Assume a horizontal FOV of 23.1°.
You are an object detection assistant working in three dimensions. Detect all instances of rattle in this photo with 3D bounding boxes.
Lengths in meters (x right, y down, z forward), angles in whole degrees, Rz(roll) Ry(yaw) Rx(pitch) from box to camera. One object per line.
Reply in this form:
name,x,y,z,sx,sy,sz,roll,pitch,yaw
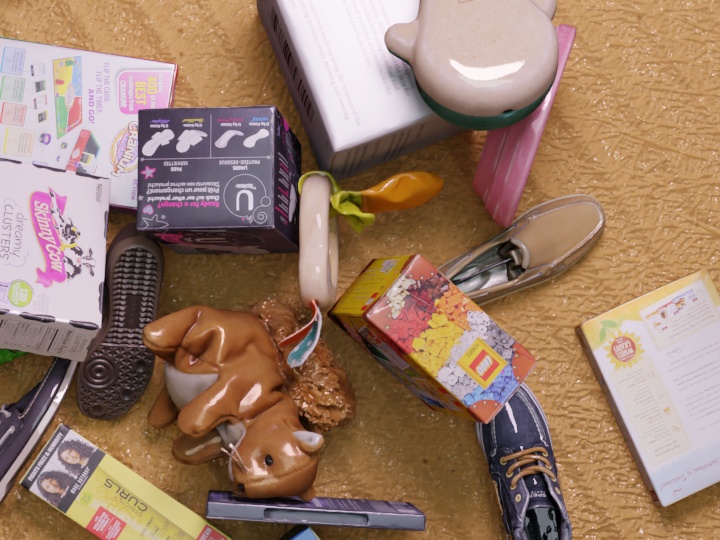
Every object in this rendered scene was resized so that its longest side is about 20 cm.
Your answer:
rattle,0.000,0.000,1.640,0.142,0.130,0.200,10,40,-8

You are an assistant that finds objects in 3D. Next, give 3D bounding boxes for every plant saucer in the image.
plant saucer,0.153,-0.144,1.688,0.051,0.201,0.201,19,82,4

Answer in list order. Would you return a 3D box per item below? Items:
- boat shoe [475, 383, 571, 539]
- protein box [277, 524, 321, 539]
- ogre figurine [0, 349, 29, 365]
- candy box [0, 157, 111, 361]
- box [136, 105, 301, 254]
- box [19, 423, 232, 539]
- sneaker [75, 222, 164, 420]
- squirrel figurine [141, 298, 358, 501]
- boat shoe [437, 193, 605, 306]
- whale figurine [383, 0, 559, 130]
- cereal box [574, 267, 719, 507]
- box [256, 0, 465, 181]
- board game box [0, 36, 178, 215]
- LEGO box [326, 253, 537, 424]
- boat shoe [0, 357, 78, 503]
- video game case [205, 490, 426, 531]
boat shoe,0.163,0.197,1.696,0.071,0.091,0.201,-13,85,-6
protein box,-0.069,0.375,1.641,0.198,0.135,0.200,-36,88,-7
ogre figurine,-0.373,0.017,1.680,0.120,0.098,0.200,-45,100,-19
candy box,-0.337,-0.018,1.619,0.199,0.072,0.168,10,56,-19
box,-0.129,-0.079,1.649,0.132,0.200,0.115,-1,83,5
box,-0.224,0.232,1.689,0.200,0.050,0.075,35,81,0
sneaker,-0.226,0.048,1.692,0.070,0.076,0.200,13,114,-13
squirrel figurine,-0.084,0.124,1.652,0.200,0.142,0.187,-24,51,-33
boat shoe,0.160,-0.015,1.735,0.200,0.076,0.072,-32,87,-8
whale figurine,0.096,-0.212,1.557,0.159,0.104,0.200,-17,62,-8
cereal box,0.319,0.117,1.751,0.144,0.040,0.200,-23,86,-7
box,0.012,-0.214,1.684,0.171,0.200,0.199,-21,86,-5
board game box,-0.289,-0.142,1.731,0.199,0.040,0.154,9,83,-4
LEGO box,0.062,0.062,1.646,0.149,0.200,0.077,42,82,-7
boat shoe,-0.339,0.158,1.678,0.063,0.073,0.200,32,87,-4
video game case,-0.045,0.225,1.657,0.199,0.143,0.019,3,87,-4
